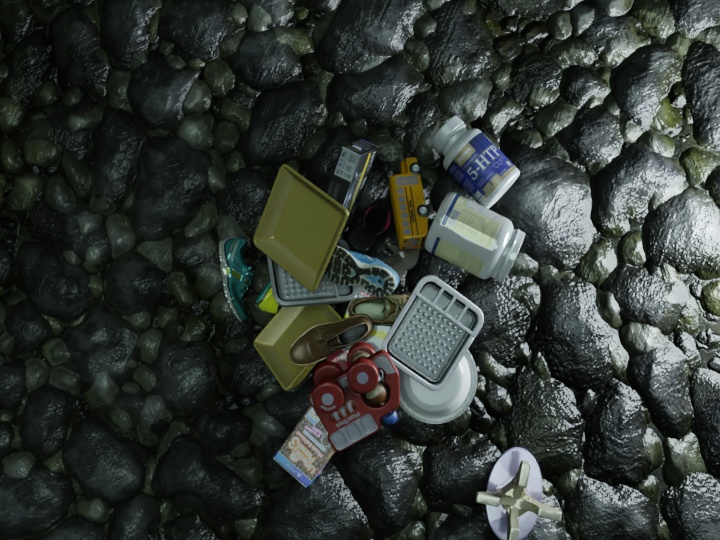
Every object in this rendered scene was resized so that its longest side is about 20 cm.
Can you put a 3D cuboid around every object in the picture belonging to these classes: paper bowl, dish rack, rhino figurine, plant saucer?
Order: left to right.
[{"bbox_3d":[-0.135,0.153,1.572,0.201,0.048,0.200,-49,42,0],"label":"plant saucer"},{"bbox_3d":[-0.123,-0.094,1.488,0.198,0.048,0.204,36,115,22],"label":"plant saucer"},{"bbox_3d":[-0.112,0.009,1.556,0.193,0.044,0.176,-4,57,-16],"label":"dish rack"},{"bbox_3d":[0.087,-0.031,1.598,0.087,0.060,0.200,39,76,19],"label":"rhino figurine"},{"bbox_3d":[0.150,0.132,1.463,0.169,0.044,0.203,33,88,-11],"label":"dish rack"},{"bbox_3d":[0.165,0.241,1.543,0.194,0.104,0.208,-1,85,6],"label":"paper bowl"}]

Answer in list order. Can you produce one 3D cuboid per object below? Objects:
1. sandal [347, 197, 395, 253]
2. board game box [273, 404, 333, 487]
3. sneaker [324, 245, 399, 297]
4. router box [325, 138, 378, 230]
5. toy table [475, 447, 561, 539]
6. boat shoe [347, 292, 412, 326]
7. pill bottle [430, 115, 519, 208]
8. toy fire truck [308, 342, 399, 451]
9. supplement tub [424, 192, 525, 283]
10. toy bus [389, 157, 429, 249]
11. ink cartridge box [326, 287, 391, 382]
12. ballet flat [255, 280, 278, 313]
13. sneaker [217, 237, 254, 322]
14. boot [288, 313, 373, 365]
[{"bbox_3d":[0.036,-0.112,1.567,0.074,0.046,0.201,31,43,6],"label":"sandal"},{"bbox_3d":[-0.084,0.357,1.528,0.096,0.159,0.202,36,88,9],"label":"board game box"},{"bbox_3d":[0.000,0.000,1.528,0.196,0.089,0.080,26,108,19],"label":"sneaker"},{"bbox_3d":[-0.032,-0.187,1.548,0.051,0.157,0.205,24,111,9],"label":"router box"},{"bbox_3d":[0.337,0.498,1.490,0.177,0.117,0.207,-1,85,6],"label":"toy table"},{"bbox_3d":[0.067,0.089,1.499,0.193,0.074,0.078,-6,83,4],"label":"boat shoe"},{"bbox_3d":[0.259,-0.252,1.577,0.120,0.120,0.200,-44,81,0],"label":"pill bottle"},{"bbox_3d":[-0.004,0.259,1.404,0.196,0.112,0.171,-29,104,6],"label":"toy fire truck"},{"bbox_3d":[0.257,-0.071,1.544,0.196,0.145,0.148,27,87,8],"label":"supplement tub"},{"bbox_3d":[0.113,-0.157,1.584,0.076,0.065,0.206,-7,69,-4],"label":"toy bus"},{"bbox_3d":[0.021,0.151,1.576,0.141,0.083,0.205,21,86,7],"label":"ink cartridge box"},{"bbox_3d":[-0.174,0.012,1.628,0.066,0.067,0.203,32,84,-13],"label":"ballet flat"},{"bbox_3d":[-0.291,0.020,1.632,0.077,0.078,0.207,-9,83,-4],"label":"sneaker"},{"bbox_3d":[-0.067,0.146,1.446,0.195,0.075,0.075,-24,92,6],"label":"boot"}]
